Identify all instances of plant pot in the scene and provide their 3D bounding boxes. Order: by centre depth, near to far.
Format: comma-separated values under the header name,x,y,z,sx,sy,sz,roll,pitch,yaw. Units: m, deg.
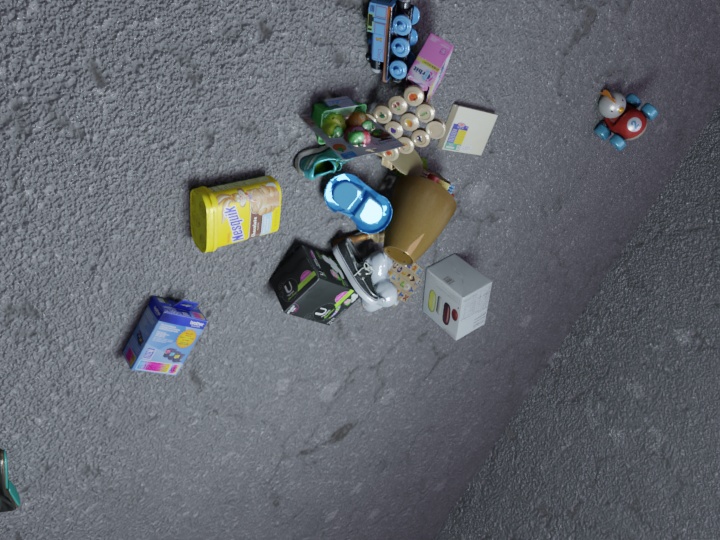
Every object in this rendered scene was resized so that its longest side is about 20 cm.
name,x,y,z,sx,sy,sz,roll,pitch,yaw
plant pot,0.144,-0.123,1.673,0.202,0.184,0.187,-64,146,-20

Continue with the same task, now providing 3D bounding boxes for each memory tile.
name,x,y,z,sx,sy,sz,roll,pitch,yaw
memory tile,0.103,-0.363,1.525,0.154,0.198,0.017,50,42,-25

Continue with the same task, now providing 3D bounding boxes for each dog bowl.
name,x,y,z,sx,sy,sz,roll,pitch,yaw
dog bowl,-0.008,-0.184,1.622,0.199,0.050,0.112,33,107,-21

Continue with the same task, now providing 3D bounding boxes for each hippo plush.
name,x,y,z,sx,sy,sz,roll,pitch,yaw
hippo plush,0.062,0.032,1.797,0.198,0.163,0.159,-26,168,28

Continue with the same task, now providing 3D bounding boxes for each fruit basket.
name,x,y,z,sx,sy,sz,roll,pitch,yaw
fruit basket,-0.019,-0.333,1.435,0.183,0.200,0.095,-19,134,-32

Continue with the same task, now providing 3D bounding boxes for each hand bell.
name,x,y,z,sx,sy,sz,roll,pitch,yaw
hand bell,0.009,-0.100,1.769,0.197,0.104,0.105,-15,132,-19

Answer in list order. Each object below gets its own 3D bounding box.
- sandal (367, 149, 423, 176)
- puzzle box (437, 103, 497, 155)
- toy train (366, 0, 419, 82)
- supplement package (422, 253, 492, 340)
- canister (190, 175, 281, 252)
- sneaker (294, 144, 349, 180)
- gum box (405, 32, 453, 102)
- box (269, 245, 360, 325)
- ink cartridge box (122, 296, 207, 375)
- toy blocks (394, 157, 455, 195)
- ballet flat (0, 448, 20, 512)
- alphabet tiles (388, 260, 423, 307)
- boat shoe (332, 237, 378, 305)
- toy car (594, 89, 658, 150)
name,x,y,z,sx,sy,sz,roll,pitch,yaw
sandal,0.075,-0.318,1.658,0.210,0.069,0.079,23,81,-30
puzzle box,0.325,-0.424,1.843,0.198,0.025,0.135,-2,122,-43
toy train,0.071,-0.541,1.423,0.202,0.113,0.087,93,21,-46
supplement package,0.335,0.092,2.143,0.146,0.191,0.202,-24,135,-27
canister,-0.288,-0.137,1.424,0.198,0.086,0.150,-19,133,-35
sneaker,-0.068,-0.275,1.531,0.198,0.079,0.078,-30,138,-25
gum box,0.165,-0.485,1.515,0.115,0.066,0.200,-60,178,-2
box,-0.121,0.046,1.682,0.148,0.125,0.199,-43,144,19
ink cartridge box,-0.470,0.148,1.487,0.136,0.076,0.202,20,104,-50
toy blocks,0.212,-0.252,1.781,0.198,0.136,0.101,11,113,-49
ballet flat,-0.843,0.498,1.413,0.067,0.068,0.203,-11,128,-28
alphabet tiles,0.134,0.039,2.050,0.167,0.006,0.199,-52,142,3
boat shoe,0.001,0.000,1.698,0.068,0.201,0.073,-37,165,21
toy car,0.941,-0.582,2.225,0.184,0.178,0.199,-46,131,14
